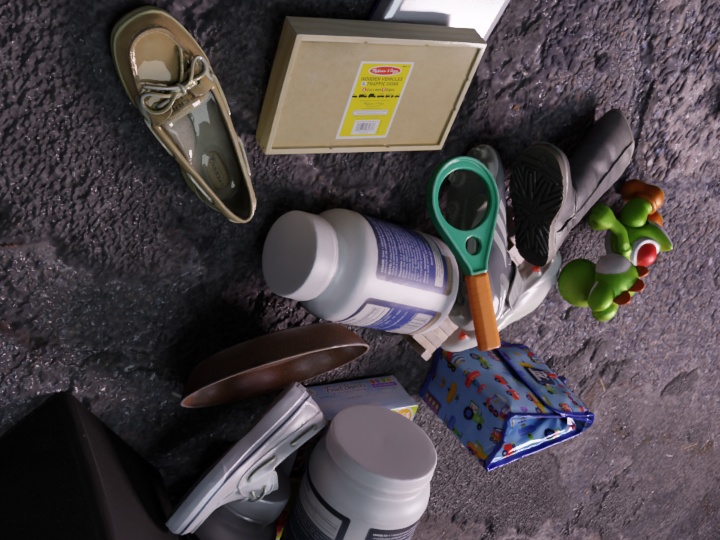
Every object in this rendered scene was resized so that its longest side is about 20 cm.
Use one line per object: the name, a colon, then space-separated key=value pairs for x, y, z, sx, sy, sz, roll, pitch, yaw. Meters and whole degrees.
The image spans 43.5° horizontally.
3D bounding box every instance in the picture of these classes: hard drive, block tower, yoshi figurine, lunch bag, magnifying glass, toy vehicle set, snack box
hard drive: x=0.092 y=-0.272 z=0.840 sx=0.131 sy=0.025 sz=0.201 roll=16 pitch=111 yaw=-45
block tower: x=0.121 y=0.011 z=1.072 sx=0.200 sy=0.054 sz=0.058 roll=-47 pitch=138 yaw=1
yoshi figurine: x=0.319 y=-0.023 z=1.170 sx=0.201 sy=0.112 sz=0.112 roll=-55 pitch=-173 yaw=-31
lunch bag: x=0.204 y=0.166 z=1.191 sx=0.198 sy=0.151 sz=0.095 roll=-3 pitch=124 yaw=-38
magnifying glass: x=0.117 y=-0.018 z=0.936 sx=0.079 sy=0.022 sz=0.203 roll=-13 pitch=97 yaw=-21
toy vehicle set: x=0.010 y=-0.165 z=0.826 sx=0.198 sy=0.027 sz=0.125 roll=-6 pitch=138 yaw=-30
snack box: x=-0.037 y=0.234 z=1.112 sx=0.167 sy=0.068 sz=0.202 roll=-2 pitch=124 yaw=-37

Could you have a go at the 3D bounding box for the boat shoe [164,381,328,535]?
boat shoe: x=-0.111 y=0.206 z=0.934 sx=0.200 sy=0.067 sz=0.074 roll=-46 pitch=-179 yaw=-18

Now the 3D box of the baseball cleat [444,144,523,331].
baseball cleat: x=0.139 y=-0.033 z=1.003 sx=0.106 sy=0.069 sz=0.203 roll=11 pitch=88 yaw=-45

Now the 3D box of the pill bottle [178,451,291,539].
pill bottle: x=-0.165 y=0.310 z=1.029 sx=0.119 sy=0.120 sz=0.201 roll=15 pitch=112 yaw=-45

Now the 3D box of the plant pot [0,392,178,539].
plant pot: x=-0.281 y=0.279 z=0.865 sx=0.199 sy=0.177 sz=0.200 roll=-38 pitch=139 yaw=-9

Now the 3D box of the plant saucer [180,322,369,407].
plant saucer: x=-0.089 y=0.093 z=0.916 sx=0.198 sy=0.035 sz=0.200 roll=-16 pitch=168 yaw=-4

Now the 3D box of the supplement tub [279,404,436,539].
supplement tub: x=-0.005 y=0.267 z=1.008 sx=0.139 sy=0.140 sz=0.202 roll=-1 pitch=123 yaw=-38

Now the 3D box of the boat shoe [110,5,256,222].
boat shoe: x=-0.138 y=-0.123 z=0.743 sx=0.073 sy=0.063 sz=0.202 roll=-32 pitch=138 yaw=-14

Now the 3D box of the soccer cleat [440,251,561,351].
soccer cleat: x=0.181 y=0.044 z=1.140 sx=0.199 sy=0.069 sz=0.078 roll=-38 pitch=142 yaw=-12

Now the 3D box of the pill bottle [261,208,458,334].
pill bottle: x=0.000 y=0.000 z=0.919 sx=0.199 sy=0.111 sz=0.112 roll=14 pitch=114 yaw=-44

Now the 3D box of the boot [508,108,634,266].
boot: x=0.249 y=-0.120 z=1.019 sx=0.200 sy=0.072 sz=0.183 roll=-41 pitch=151 yaw=-25
